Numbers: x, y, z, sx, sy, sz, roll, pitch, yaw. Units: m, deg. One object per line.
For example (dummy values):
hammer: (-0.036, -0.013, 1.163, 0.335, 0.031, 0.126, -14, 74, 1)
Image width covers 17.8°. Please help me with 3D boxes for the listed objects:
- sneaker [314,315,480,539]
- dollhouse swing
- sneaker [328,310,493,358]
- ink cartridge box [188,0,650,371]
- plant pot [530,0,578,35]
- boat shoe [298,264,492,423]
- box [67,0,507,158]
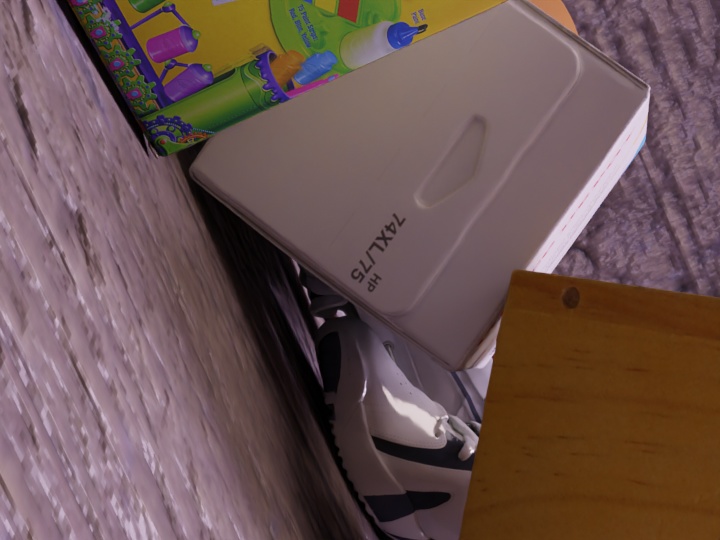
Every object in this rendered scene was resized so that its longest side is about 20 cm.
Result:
sneaker: (0.065, 0.090, 1.096, 0.080, 0.129, 0.200, -100, 166, -73)
dollhouse swing: (0.133, 0.117, 0.951, 0.175, 0.181, 0.202, 14, 86, -46)
sneaker: (0.036, 0.003, 1.266, 0.078, 0.115, 0.201, -92, 159, -77)
ink cartridge box: (0.034, -0.053, 1.047, 0.146, 0.147, 0.200, 36, 2, 6)
plant pot: (0.042, -0.102, 1.510, 0.140, 0.198, 0.201, -71, 140, -56)
boat shoe: (0.000, 0.000, 1.178, 0.201, 0.066, 0.074, 57, -6, 15)
box: (-0.039, -0.183, 0.859, 0.122, 0.191, 0.201, -108, 174, -47)
